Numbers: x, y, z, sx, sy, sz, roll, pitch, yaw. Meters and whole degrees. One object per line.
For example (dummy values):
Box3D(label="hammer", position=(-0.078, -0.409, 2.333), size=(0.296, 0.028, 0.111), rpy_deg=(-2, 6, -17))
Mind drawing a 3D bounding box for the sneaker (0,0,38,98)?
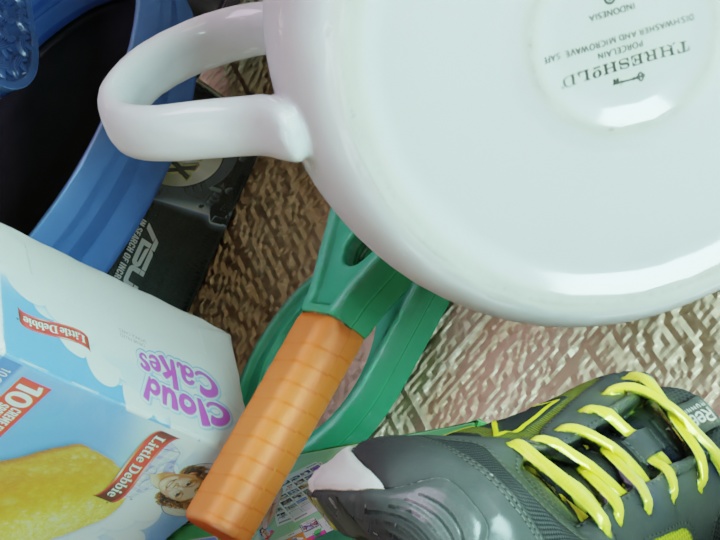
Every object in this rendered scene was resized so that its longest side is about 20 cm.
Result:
Box3D(label="sneaker", position=(-0.171, -0.128, 0.910), size=(0.078, 0.070, 0.201), rpy_deg=(-29, 41, 24))

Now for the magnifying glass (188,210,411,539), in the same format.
Box3D(label="magnifying glass", position=(0.000, 0.000, 0.776), size=(0.079, 0.022, 0.201), rpy_deg=(6, 65, 58))

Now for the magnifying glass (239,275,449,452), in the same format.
Box3D(label="magnifying glass", position=(0.023, -0.006, 0.812), size=(0.200, 0.022, 0.080), rpy_deg=(-47, 32, 15))

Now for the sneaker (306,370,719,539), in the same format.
Box3D(label="sneaker", position=(0.049, 0.056, 0.575), size=(0.085, 0.200, 0.074), rpy_deg=(-44, 74, 4))

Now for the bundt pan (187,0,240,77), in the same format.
Box3D(label="bundt pan", position=(-0.063, -0.187, 0.981), size=(0.202, 0.076, 0.202), rpy_deg=(-62, 10, 19))

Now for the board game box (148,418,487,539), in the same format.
Box3D(label="board game box", position=(-0.035, 0.126, 0.763), size=(0.200, 0.029, 0.135), rpy_deg=(-15, 49, 49))

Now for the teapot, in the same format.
Box3D(label="teapot", position=(0.052, -0.085, 0.689), size=(0.198, 0.199, 0.146), rpy_deg=(-62, 21, 10))

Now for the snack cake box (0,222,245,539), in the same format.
Box3D(label="snack cake box", position=(-0.147, 0.083, 0.820), size=(0.200, 0.115, 0.067), rpy_deg=(-42, 41, 24))

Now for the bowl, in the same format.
Box3D(label="bowl", position=(-0.137, -0.042, 0.889), size=(0.200, 0.039, 0.201), rpy_deg=(-33, 39, 31))

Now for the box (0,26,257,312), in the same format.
Box3D(label="box", position=(-0.151, 0.009, 0.981), size=(0.163, 0.086, 0.201), rpy_deg=(-4, 58, 53))
